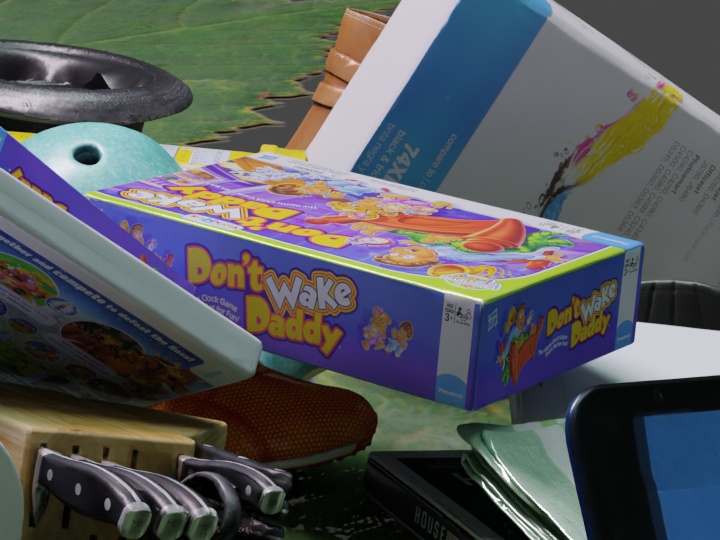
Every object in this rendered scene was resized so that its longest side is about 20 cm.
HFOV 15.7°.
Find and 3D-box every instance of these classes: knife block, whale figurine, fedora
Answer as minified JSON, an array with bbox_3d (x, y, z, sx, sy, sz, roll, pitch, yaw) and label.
[{"bbox_3d":[-0.117,0.083,0.938,0.198,0.065,0.176,10,2,12],"label":"knife block"},{"bbox_3d":[-0.102,-0.002,1.260,0.199,0.104,0.159,27,45,27],"label":"whale figurine"},{"bbox_3d":[-0.199,-0.084,1.622,0.199,0.092,0.201,6,13,-1],"label":"fedora"}]

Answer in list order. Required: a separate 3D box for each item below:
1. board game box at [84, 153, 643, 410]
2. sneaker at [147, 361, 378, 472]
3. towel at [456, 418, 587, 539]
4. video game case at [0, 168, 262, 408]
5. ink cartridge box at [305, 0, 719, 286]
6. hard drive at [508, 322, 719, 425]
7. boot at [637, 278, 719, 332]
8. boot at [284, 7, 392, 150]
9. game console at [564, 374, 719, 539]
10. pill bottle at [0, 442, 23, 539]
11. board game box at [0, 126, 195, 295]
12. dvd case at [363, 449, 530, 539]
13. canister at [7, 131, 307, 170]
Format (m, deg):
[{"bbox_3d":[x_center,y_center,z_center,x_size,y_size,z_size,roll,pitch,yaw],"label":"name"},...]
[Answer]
[{"bbox_3d":[0.000,0.000,1.106,0.199,0.045,0.134,15,18,31],"label":"board game box"},{"bbox_3d":[-0.090,0.046,1.151,0.198,0.078,0.073,9,11,5],"label":"sneaker"},{"bbox_3d":[0.155,0.088,1.026,0.199,0.024,0.153,-8,34,-32],"label":"towel"},{"bbox_3d":[-0.152,0.019,1.012,0.143,0.018,0.199,35,-33,-30],"label":"video game case"},{"bbox_3d":[0.095,-0.055,1.366,0.199,0.147,0.147,32,8,-11],"label":"ink cartridge box"},{"bbox_3d":[0.164,0.067,1.124,0.198,0.026,0.132,6,29,-4],"label":"hard drive"},{"bbox_3d":[0.179,0.047,1.265,0.202,0.074,0.154,3,-3,-3],"label":"boot"},{"bbox_3d":[-0.019,-0.078,1.543,0.198,0.156,0.074,8,13,8],"label":"boot"},{"bbox_3d":[0.188,0.113,0.901,0.199,0.119,0.170,-3,16,-34],"label":"game console"},{"bbox_3d":[-0.210,0.065,0.928,0.112,0.113,0.199,-6,18,-42],"label":"pill bottle"},{"bbox_3d":[-0.185,0.002,1.068,0.199,0.045,0.134,-9,-37,39],"label":"board game box"},{"bbox_3d":[0.108,0.113,1.073,0.149,0.025,0.200,1,15,-25],"label":"dvd case"},{"bbox_3d":[-0.131,-0.025,1.421,0.198,0.087,0.149,5,13,-1],"label":"canister"}]
